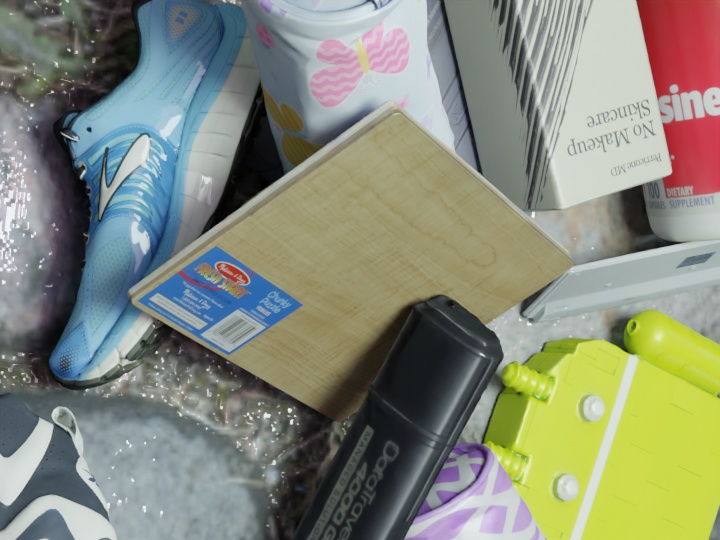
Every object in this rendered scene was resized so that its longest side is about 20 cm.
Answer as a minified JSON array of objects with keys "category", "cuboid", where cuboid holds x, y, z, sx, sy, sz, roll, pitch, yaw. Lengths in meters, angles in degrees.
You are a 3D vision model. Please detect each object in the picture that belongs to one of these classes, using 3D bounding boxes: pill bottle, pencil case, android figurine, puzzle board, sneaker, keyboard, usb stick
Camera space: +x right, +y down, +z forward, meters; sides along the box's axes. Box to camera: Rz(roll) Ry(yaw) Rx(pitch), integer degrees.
[{"category":"pill bottle","cuboid":[0.197,-0.123,1.177,0.112,0.112,0.201,-15,97,-30]},{"category":"pencil case","cuboid":[0.074,0.187,1.119,0.084,0.085,0.201,-31,106,-20]},{"category":"pencil case","cuboid":[-0.002,-0.090,0.982,0.091,0.083,0.200,-42,152,-20]},{"category":"android figurine","cuboid":[0.146,0.113,1.188,0.200,0.041,0.183,28,76,-29]},{"category":"puzzle board","cuboid":[0.000,0.000,1.018,0.150,0.017,0.200,-34,147,14]},{"category":"sneaker","cuboid":[-0.210,0.107,0.964,0.198,0.130,0.080,-13,139,4]},{"category":"sneaker","cuboid":[-0.109,-0.039,1.030,0.090,0.078,0.201,21,87,3]},{"category":"keyboard","cuboid":[0.184,-0.004,1.203,0.199,0.056,0.011,-11,62,-30]},{"category":"usb stick","cuboid":[0.007,0.107,1.056,0.033,0.055,0.201,5,117,-55]}]

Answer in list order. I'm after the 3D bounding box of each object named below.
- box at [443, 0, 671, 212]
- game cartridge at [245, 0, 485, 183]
[{"category":"box","cuboid":[0.093,-0.135,1.104,0.082,0.068,0.201,-19,99,-29]},{"category":"game cartridge","cuboid":[0.025,-0.113,1.122,0.129,0.038,0.200,36,73,-21]}]
